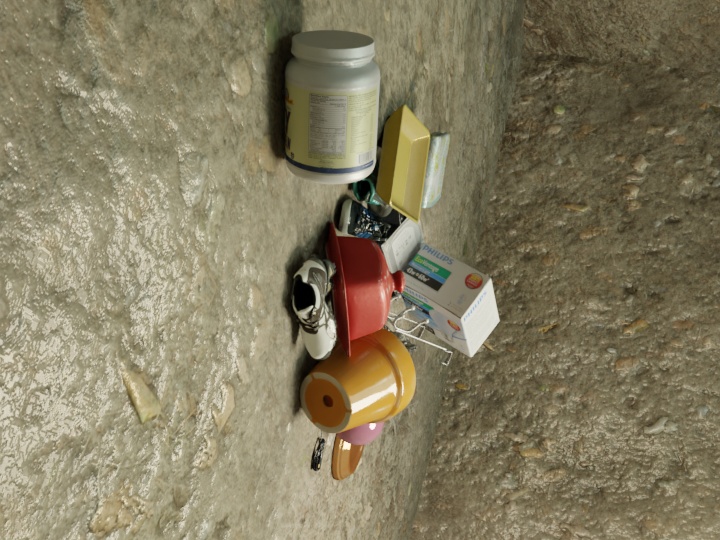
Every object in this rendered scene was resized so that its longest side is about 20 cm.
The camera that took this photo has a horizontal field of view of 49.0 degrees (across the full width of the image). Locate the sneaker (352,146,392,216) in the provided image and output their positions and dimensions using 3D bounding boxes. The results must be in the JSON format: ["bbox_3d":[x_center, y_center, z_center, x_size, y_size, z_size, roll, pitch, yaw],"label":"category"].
[{"bbox_3d":[0.016,-0.168,1.626,0.092,0.077,0.201,-66,151,-29],"label":"sneaker"}]

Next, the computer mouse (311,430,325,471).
[{"bbox_3d":[-0.074,0.338,1.704,0.059,0.034,0.203,-26,126,-72],"label":"computer mouse"}]

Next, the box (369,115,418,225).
[{"bbox_3d":[0.078,-0.227,1.784,0.142,0.078,0.201,76,28,-51],"label":"box"}]

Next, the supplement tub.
[{"bbox_3d":[-0.043,-0.248,1.193,0.145,0.143,0.202,-54,151,-57],"label":"supplement tub"}]

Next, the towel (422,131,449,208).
[{"bbox_3d":[0.173,-0.247,1.912,0.200,0.048,0.173,-44,143,-72],"label":"towel"}]

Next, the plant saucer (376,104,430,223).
[{"bbox_3d":[0.084,-0.213,1.613,0.200,0.048,0.203,21,76,-68],"label":"plant saucer"}]

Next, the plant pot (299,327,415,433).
[{"bbox_3d":[-0.019,0.230,1.573,0.183,0.198,0.203,-25,126,-53],"label":"plant pot"}]

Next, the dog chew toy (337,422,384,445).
[{"bbox_3d":[0.009,0.288,1.752,0.202,0.123,0.125,-69,170,26],"label":"dog chew toy"}]

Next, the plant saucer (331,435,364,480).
[{"bbox_3d":[-0.021,0.420,1.951,0.200,0.037,0.203,10,90,-75],"label":"plant saucer"}]

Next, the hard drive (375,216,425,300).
[{"bbox_3d":[0.097,-0.041,1.856,0.140,0.038,0.201,-48,144,-26],"label":"hard drive"}]

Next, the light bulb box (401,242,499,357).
[{"bbox_3d":[0.210,0.071,1.875,0.125,0.197,0.201,-50,148,-17],"label":"light bulb box"}]

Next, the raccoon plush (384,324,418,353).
[{"bbox_3d":[0.038,0.202,1.809,0.200,0.133,0.097,-52,177,-31],"label":"raccoon plush"}]

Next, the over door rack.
[{"bbox_3d":[0.121,0.120,1.829,0.199,0.148,0.067,37,94,-34],"label":"over door rack"}]

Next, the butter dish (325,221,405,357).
[{"bbox_3d":[0.013,0.028,1.515,0.201,0.146,0.201,-101,-175,-48],"label":"butter dish"}]

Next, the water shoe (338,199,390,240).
[{"bbox_3d":[0.012,-0.101,1.627,0.200,0.078,0.072,11,90,-75],"label":"water shoe"}]

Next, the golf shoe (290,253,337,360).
[{"bbox_3d":[-0.093,0.076,1.401,0.094,0.077,0.202,-34,127,-54],"label":"golf shoe"}]
